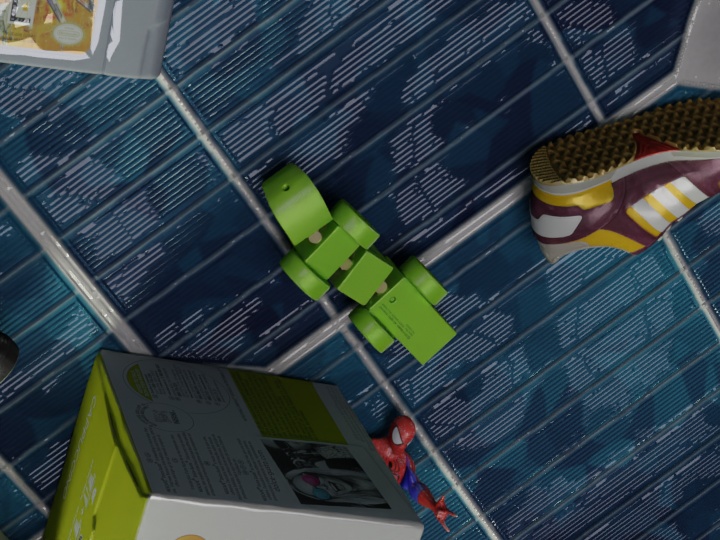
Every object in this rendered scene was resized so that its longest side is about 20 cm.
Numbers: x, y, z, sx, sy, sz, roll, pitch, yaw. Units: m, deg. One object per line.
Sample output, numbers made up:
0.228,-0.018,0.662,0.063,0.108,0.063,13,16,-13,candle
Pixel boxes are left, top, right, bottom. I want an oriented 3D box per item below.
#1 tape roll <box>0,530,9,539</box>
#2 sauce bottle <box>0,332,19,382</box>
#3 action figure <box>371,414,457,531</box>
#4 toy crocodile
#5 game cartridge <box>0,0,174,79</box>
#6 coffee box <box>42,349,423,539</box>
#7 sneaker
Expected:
-0.332,0.263,1.277,0.201,0.071,0.204,-9,119,-16,tape roll
-0.303,0.004,1.161,0.065,0.065,0.200,-39,123,2,sauce bottle
0.004,0.209,1.360,0.065,0.099,0.201,16,107,-27,action figure
0.000,0.000,1.278,0.068,0.062,0.200,-46,126,6,toy crocodile
-0.209,-0.195,1.112,0.198,0.042,0.134,4,118,-22,game cartridge
-0.103,0.198,1.252,0.196,0.200,0.201,10,112,-23,coffee box
0.218,-0.063,1.319,0.198,0.075,0.091,-11,127,-7,sneaker
